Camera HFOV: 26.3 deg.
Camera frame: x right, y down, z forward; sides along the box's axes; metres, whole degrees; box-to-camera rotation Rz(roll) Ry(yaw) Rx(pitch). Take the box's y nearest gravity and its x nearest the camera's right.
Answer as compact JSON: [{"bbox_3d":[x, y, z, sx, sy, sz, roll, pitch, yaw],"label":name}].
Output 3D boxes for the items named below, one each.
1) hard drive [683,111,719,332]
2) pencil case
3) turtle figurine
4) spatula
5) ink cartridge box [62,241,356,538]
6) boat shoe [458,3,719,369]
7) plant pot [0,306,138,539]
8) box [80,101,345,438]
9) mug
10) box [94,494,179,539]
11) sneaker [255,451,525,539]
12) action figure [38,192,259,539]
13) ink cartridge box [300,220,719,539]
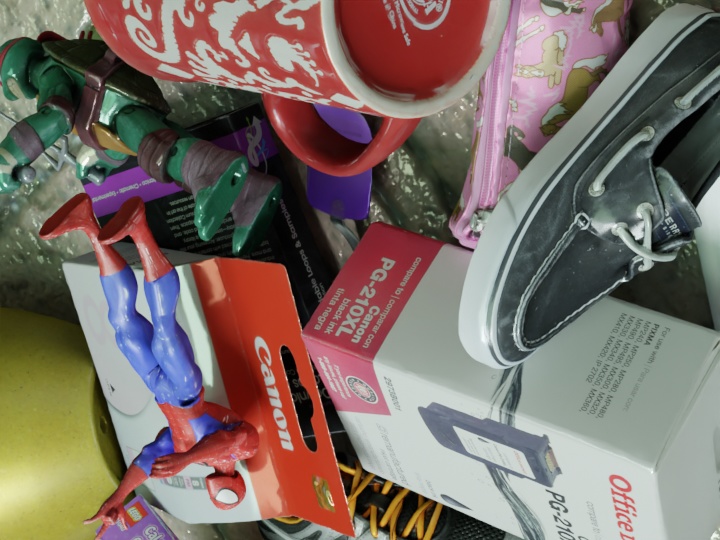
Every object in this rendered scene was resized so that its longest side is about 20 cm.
[{"bbox_3d":[0.236,0.012,0.756,0.131,0.027,0.201,-4,111,34],"label":"hard drive"},{"bbox_3d":[0.091,-0.102,0.749,0.082,0.087,0.201,4,116,-1],"label":"pencil case"},{"bbox_3d":[-0.145,-0.075,0.847,0.199,0.150,0.101,25,106,18],"label":"turtle figurine"},{"bbox_3d":[0.000,0.000,0.900,0.056,0.021,0.201,16,126,46],"label":"spatula"},{"bbox_3d":[-0.092,0.070,0.882,0.200,0.057,0.163,11,119,60],"label":"ink cartridge box"},{"bbox_3d":[0.124,-0.032,0.710,0.068,0.200,0.072,32,168,42],"label":"boat shoe"},{"bbox_3d":[-0.215,0.107,1.003,0.141,0.200,0.201,-12,107,14],"label":"plant pot"},{"bbox_3d":[-0.081,0.011,0.940,0.142,0.036,0.201,-13,102,41],"label":"box"},{"bbox_3d":[-0.017,-0.134,0.749,0.200,0.177,0.134,21,81,51],"label":"mug"},{"bbox_3d":[-0.082,0.241,0.970,0.137,0.039,0.200,43,166,38],"label":"box"},{"bbox_3d":[0.011,0.149,0.920,0.199,0.079,0.077,1,142,32],"label":"sneaker"},{"bbox_3d":[-0.115,0.069,0.797,0.065,0.099,0.201,7,136,37],"label":"action figure"},{"bbox_3d":[0.087,0.072,0.801,0.199,0.085,0.145,19,152,28],"label":"ink cartridge box"}]
